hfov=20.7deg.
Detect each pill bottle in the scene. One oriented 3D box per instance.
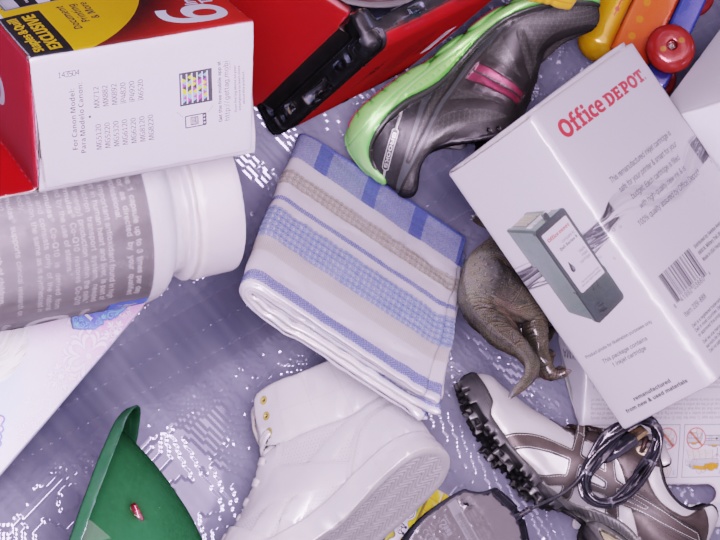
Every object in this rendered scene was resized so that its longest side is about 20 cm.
[{"bbox_3d":[-0.176,-0.028,1.162,0.199,0.114,0.114,-11,83,-22],"label":"pill bottle"}]

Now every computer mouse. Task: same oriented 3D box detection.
[{"bbox_3d":[0.106,0.149,1.245,0.199,0.034,0.059,-27,85,-13],"label":"computer mouse"}]

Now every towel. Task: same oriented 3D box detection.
[{"bbox_3d":[0.000,0.000,1.253,0.146,0.024,0.200,33,31,-11],"label":"towel"}]

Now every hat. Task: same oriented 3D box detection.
[{"bbox_3d":[-0.085,0.200,1.148,0.175,0.166,0.201,18,89,1],"label":"hat"}]

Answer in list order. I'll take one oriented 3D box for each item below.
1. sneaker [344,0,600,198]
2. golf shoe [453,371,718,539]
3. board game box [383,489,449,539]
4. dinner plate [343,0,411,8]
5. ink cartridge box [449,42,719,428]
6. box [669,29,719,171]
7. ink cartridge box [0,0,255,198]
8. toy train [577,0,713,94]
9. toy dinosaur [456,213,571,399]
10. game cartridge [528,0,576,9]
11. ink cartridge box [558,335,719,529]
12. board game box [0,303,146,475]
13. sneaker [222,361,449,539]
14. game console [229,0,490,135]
[{"bbox_3d":[0.083,-0.120,1.332,0.200,0.077,0.084,-36,91,-5],"label":"sneaker"},{"bbox_3d":[0.149,0.126,1.300,0.200,0.078,0.094,45,84,-4],"label":"golf shoe"},{"bbox_3d":[0.052,0.259,1.264,0.165,0.057,0.201,29,72,-11],"label":"board game box"},{"bbox_3d":[-0.022,-0.258,1.330,0.199,0.024,0.201,17,56,-26],"label":"dinner plate"},{"bbox_3d":[0.171,-0.026,1.258,0.201,0.084,0.146,56,42,-1],"label":"ink cartridge box"},{"bbox_3d":[0.303,-0.114,1.355,0.125,0.097,0.200,58,46,-18],"label":"box"},{"bbox_3d":[-0.178,-0.127,1.135,0.175,0.200,0.084,-13,121,-24],"label":"ink cartridge box"},{"bbox_3d":[0.173,-0.160,1.382,0.115,0.085,0.201,26,79,4],"label":"toy train"},{"bbox_3d":[0.097,0.018,1.284,0.102,0.077,0.200,41,44,-12],"label":"toy dinosaur"},{"bbox_3d":[0.033,-0.248,1.293,0.199,0.033,0.177,9,40,-32],"label":"game cartridge"},{"bbox_3d":[0.217,0.076,1.375,0.161,0.050,0.201,2,96,-20],"label":"ink cartridge box"},{"bbox_3d":[-0.247,0.004,1.213,0.199,0.041,0.200,41,69,-8],"label":"board game box"},{"bbox_3d":[-0.050,0.142,1.242,0.200,0.074,0.116,-39,52,2],"label":"sneaker"},{"bbox_3d":[-0.028,-0.172,1.240,0.172,0.200,0.119,-29,90,-22],"label":"game console"}]
